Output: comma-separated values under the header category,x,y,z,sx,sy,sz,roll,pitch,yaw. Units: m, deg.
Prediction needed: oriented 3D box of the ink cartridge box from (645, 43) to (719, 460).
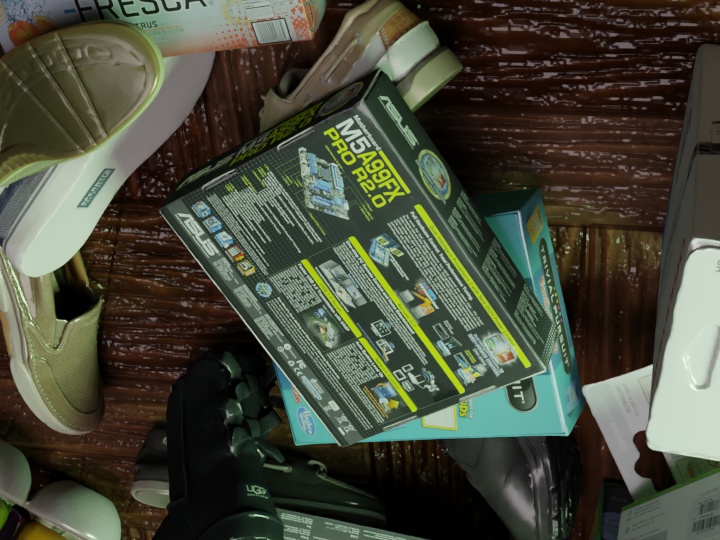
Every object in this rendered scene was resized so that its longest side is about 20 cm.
category,x,y,z,sx,sy,sz,roll,pitch,yaw
ink cartridge box,0.213,-0.011,0.804,0.084,0.200,0.145,9,129,9

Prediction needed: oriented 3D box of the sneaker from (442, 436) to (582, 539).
category,x,y,z,sx,sy,sz,roll,pitch,yaw
sneaker,0.106,0.131,1.034,0.090,0.076,0.201,-1,117,23

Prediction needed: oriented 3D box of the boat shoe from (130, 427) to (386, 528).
category,x,y,z,sx,sy,sz,roll,pitch,yaw
boat shoe,-0.076,0.157,1.105,0.199,0.057,0.067,7,156,5

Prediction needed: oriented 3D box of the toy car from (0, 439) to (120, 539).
category,x,y,z,sx,sy,sz,roll,pitch,yaw
toy car,-0.302,0.238,1.181,0.199,0.176,0.150,31,165,-10

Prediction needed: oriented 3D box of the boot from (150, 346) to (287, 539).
category,x,y,z,sx,sy,sz,roll,pitch,yaw
boot,-0.121,0.160,1.029,0.073,0.163,0.198,22,131,-33

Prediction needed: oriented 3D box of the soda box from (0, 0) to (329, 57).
category,x,y,z,sx,sy,sz,roll,pitch,yaw
soda box,-0.119,-0.168,0.856,0.199,0.069,0.064,-4,128,17

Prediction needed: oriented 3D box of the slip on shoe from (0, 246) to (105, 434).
category,x,y,z,sx,sy,sz,roll,pitch,yaw
slip on shoe,-0.215,0.034,1.039,0.060,0.076,0.201,-3,118,20

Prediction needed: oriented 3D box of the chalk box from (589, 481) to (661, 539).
category,x,y,z,sx,sy,sz,roll,pitch,yaw
chalk box,0.222,0.243,1.045,0.124,0.124,0.201,9,129,7

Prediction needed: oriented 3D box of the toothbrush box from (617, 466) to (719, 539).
category,x,y,z,sx,sy,sz,roll,pitch,yaw
toothbrush box,0.277,0.201,0.899,0.199,0.086,0.146,24,150,-14

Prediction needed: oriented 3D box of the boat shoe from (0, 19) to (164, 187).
category,x,y,z,sx,sy,sz,roll,pitch,yaw
boat shoe,-0.190,-0.094,0.865,0.200,0.063,0.073,-30,99,30

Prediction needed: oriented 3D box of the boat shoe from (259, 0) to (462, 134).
category,x,y,z,sx,sy,sz,roll,pitch,yaw
boat shoe,-0.025,-0.095,0.894,0.200,0.075,0.068,-38,92,35

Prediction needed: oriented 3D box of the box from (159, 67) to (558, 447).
category,x,y,z,sx,sy,sz,roll,pitch,yaw
box,0.000,0.000,0.871,0.160,0.044,0.200,-25,112,31

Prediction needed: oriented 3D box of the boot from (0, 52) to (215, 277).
category,x,y,z,sx,sy,sz,roll,pitch,yaw
boot,-0.183,-0.097,0.928,0.200,0.073,0.090,-48,69,15

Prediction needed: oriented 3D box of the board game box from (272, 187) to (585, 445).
category,x,y,z,sx,sy,sz,roll,pitch,yaw
board game box,0.034,0.034,0.946,0.199,0.047,0.152,-5,109,27

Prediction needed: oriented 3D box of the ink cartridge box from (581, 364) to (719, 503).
category,x,y,z,sx,sy,sz,roll,pitch,yaw
ink cartridge box,0.261,0.088,0.940,0.199,0.050,0.163,-21,120,14

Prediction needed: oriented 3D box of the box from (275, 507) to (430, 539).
category,x,y,z,sx,sy,sz,roll,pitch,yaw
box,0.020,0.229,1.084,0.199,0.050,0.158,11,163,3
